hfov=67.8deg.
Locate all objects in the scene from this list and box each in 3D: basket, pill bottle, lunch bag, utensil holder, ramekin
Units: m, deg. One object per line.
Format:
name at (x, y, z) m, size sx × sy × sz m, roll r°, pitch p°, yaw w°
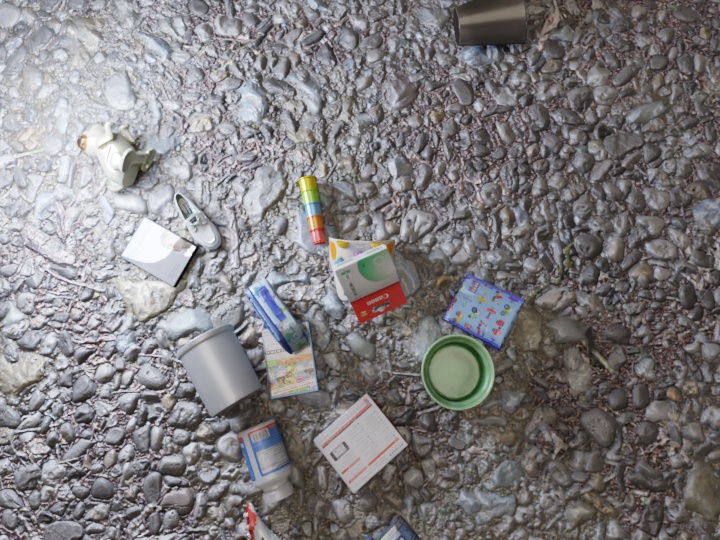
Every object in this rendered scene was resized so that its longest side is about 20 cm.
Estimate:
basket at (0.392, -0.770, 1.648) m, size 0.197 × 0.136 × 0.183 m, roll -9°, pitch 85°, yaw 4°
pill bottle at (-0.252, 0.519, 1.456) m, size 0.111 × 0.112 × 0.202 m, roll -20°, pitch 80°, yaw -1°
lunch bag at (0.340, 0.111, 1.522) m, size 0.199 × 0.094 × 0.152 m, roll 29°, pitch 85°, yaw 16°
utensil holder at (-0.386, 0.277, 1.476) m, size 0.169 × 0.170 × 0.201 m, roll -30°, pitch 81°, yaw -3°
ramekin at (0.263, 0.280, 1.482) m, size 0.197 × 0.098 × 0.203 m, roll 0°, pitch 80°, yaw 2°
lunch bag at (-0.233, 0.125, 1.484) m, size 0.082 × 0.161 × 0.200 m, roll -35°, pitch 66°, yaw -12°

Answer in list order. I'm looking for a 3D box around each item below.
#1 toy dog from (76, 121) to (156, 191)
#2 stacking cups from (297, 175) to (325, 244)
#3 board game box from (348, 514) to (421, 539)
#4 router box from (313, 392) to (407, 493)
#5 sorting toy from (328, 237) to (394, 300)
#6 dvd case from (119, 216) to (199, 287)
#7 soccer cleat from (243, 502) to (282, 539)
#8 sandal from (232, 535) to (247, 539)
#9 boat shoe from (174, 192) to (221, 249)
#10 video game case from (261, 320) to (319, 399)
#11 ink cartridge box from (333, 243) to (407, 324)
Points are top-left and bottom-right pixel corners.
toy dog at (-0.756, -0.363, 1.635) m, size 0.199 × 0.139 × 0.195 m, roll 38°, pitch 120°, yaw 7°
stacking cups at (-0.145, -0.178, 1.600) m, size 0.060 × 0.061 × 0.203 m, roll -9°, pitch 80°, yaw 1°
board game box at (0.069, 0.768, 1.423) m, size 0.200 × 0.062 × 0.200 m, roll -43°, pitch 82°, yaw -5°
router box at (0.000, 0.474, 1.484) m, size 0.199 × 0.049 × 0.180 m, roll -39°, pitch 81°, yaw -5°
sorting toy at (0.000, 0.000, 1.558) m, size 0.197 × 0.107 × 0.182 m, roll 1°, pitch 99°, yaw 3°
dvd case at (-0.607, -0.058, 1.619) m, size 0.198 × 0.018 × 0.144 m, roll 28°, pitch 83°, yaw 7°
soccer cleat at (-0.258, 0.725, 1.447) m, size 0.084 × 0.069 × 0.202 m, roll -13°, pitch 69°, yaw -25°
sandal at (-0.398, 0.777, 1.445) m, size 0.199 × 0.082 × 0.055 m, roll -40°, pitch 59°, yaw 2°
boat shoe at (-0.497, -0.147, 1.605) m, size 0.073 × 0.067 × 0.200 m, roll -42°, pitch 81°, yaw -5°
video game case at (-0.204, 0.258, 1.547) m, size 0.141 × 0.018 × 0.203 m, roll -10°, pitch 80°, yaw 0°
ink cartridge box at (0.033, 0.046, 1.507) m, size 0.159 × 0.050 × 0.202 m, roll -23°, pitch 110°, yaw 1°
